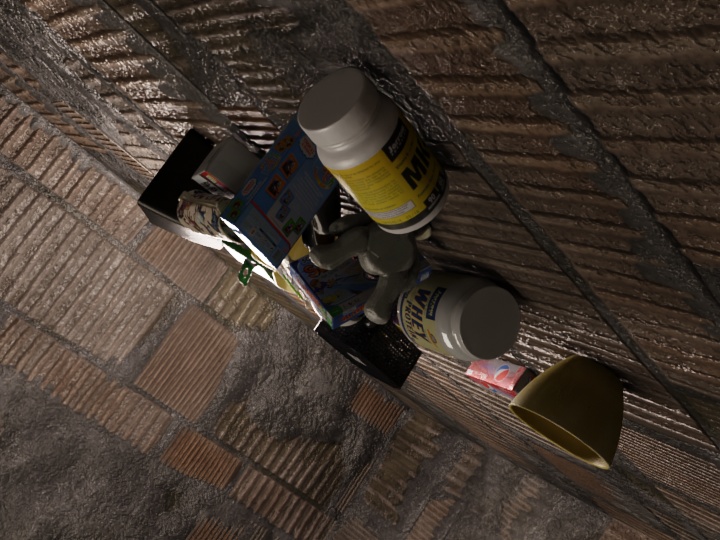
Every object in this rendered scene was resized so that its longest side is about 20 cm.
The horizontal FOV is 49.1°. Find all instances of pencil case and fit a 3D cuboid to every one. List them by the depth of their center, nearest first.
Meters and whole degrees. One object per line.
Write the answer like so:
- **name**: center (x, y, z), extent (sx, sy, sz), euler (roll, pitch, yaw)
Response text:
- **pencil case**: center (-0.258, -0.101, 1.405), extent (0.200, 0.078, 0.090), euler (15, 142, 53)

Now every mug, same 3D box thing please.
- **mug**: center (-0.127, -0.031, 1.644), extent (0.186, 0.154, 0.149), euler (22, -179, 1)

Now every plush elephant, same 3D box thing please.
- **plush elephant**: center (0.031, -0.050, 1.250), extent (0.165, 0.200, 0.155), euler (38, -169, -11)

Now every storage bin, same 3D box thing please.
- **storage bin**: center (0.018, 0.146, 1.604), extent (0.135, 0.094, 0.200), euler (23, 165, 44)

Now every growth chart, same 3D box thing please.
- **growth chart**: center (-0.147, -0.020, 1.455), extent (0.145, 0.018, 0.200), euler (47, 167, 24)

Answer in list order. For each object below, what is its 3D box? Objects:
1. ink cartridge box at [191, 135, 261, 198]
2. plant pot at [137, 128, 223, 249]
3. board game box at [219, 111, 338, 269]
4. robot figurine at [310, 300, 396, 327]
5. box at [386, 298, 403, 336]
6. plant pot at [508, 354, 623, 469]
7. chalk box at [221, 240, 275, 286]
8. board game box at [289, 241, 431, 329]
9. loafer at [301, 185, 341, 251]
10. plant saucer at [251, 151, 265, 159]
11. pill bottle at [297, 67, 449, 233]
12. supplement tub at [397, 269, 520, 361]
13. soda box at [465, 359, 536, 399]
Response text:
- **ink cartridge box**: center (-0.206, -0.147, 1.474), extent (0.200, 0.084, 0.176), euler (38, 167, -18)
- **plant pot**: center (-0.350, -0.158, 1.743), extent (0.177, 0.200, 0.200), euler (34, 169, 1)
- **board game box**: center (-0.114, -0.120, 1.217), extent (0.037, 0.200, 0.151), euler (29, 167, 31)
- **robot figurine**: center (-0.007, 0.014, 1.464), extent (0.125, 0.200, 0.150), euler (30, -153, -27)
- **box**: center (0.042, 0.043, 1.647), extent (0.192, 0.122, 0.200), euler (34, 168, 3)
- **plant pot**: center (0.387, 0.237, 1.404), extent (0.200, 0.142, 0.200), euler (33, 169, 7)
- **chalk box**: center (-0.221, -0.060, 1.774), extent (0.124, 0.200, 0.124), euler (32, 168, 16)
- **board game box**: center (0.000, 0.000, 1.322), extent (0.135, 0.200, 0.035), euler (48, 154, 30)
- **loafer**: center (-0.059, -0.093, 1.380), extent (0.072, 0.073, 0.200), euler (57, 158, 33)
- **plant saucer**: center (-0.165, -0.178, 1.543), extent (0.201, 0.039, 0.201), euler (33, 168, 8)
- **pill bottle**: center (0.017, -0.144, 0.964), extent (0.114, 0.114, 0.200), euler (23, 164, 45)
- **supplement tub**: center (0.168, 0.077, 1.368), extent (0.145, 0.145, 0.200), euler (40, 168, -23)
- **soda box**: center (0.332, 0.251, 1.824), extent (0.070, 0.063, 0.200), euler (39, 168, -22)
